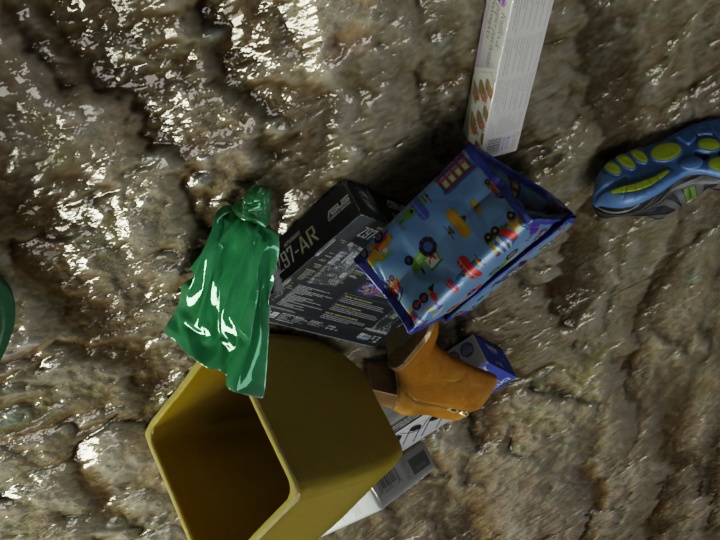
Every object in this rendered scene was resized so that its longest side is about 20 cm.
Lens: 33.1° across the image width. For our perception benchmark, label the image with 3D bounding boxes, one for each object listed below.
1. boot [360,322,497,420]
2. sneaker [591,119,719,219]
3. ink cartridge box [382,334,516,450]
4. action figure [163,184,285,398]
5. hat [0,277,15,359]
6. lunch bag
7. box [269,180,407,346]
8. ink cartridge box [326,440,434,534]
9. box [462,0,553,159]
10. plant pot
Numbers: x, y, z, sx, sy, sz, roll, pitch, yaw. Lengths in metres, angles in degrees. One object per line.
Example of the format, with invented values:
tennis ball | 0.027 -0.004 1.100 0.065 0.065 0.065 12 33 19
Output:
boot | 0.091 0.104 1.347 0.143 0.071 0.201 12 145 -18
sneaker | 0.326 -0.101 1.252 0.198 0.071 0.083 -16 163 -13
ink cartridge box | 0.086 0.158 1.489 0.200 0.044 0.094 -35 150 16
action figure | -0.109 0.008 1.076 0.055 0.118 0.201 -45 159 -49
hat | -0.412 0.049 0.980 0.200 0.175 0.166 -52 165 -36
lunch bag | 0.112 -0.021 1.131 0.151 0.094 0.200 -44 159 18
box | 0.000 0.000 1.179 0.160 0.044 0.199 -41 146 25
ink cartridge box | -0.019 0.299 1.589 0.199 0.047 0.160 -29 177 30
box | 0.121 -0.171 1.006 0.041 0.039 0.200 -18 149 -13
plant pot | -0.075 0.189 1.286 0.199 0.195 0.196 -2 143 -43
